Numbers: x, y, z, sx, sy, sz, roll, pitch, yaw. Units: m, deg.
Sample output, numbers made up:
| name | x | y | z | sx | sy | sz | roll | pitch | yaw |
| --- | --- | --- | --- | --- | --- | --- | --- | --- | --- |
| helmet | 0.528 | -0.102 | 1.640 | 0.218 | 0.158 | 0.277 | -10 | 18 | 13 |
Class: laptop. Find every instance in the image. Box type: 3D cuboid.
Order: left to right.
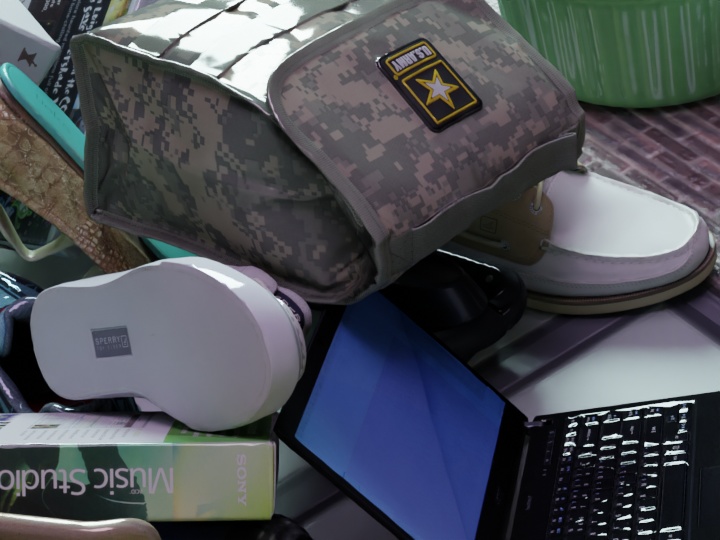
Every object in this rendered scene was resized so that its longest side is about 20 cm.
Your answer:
| name | x | y | z | sx | sy | sz | roll | pitch | yaw |
| --- | --- | --- | --- | --- | --- | --- | --- | --- | --- |
| laptop | 0.085 | 0.061 | 0.978 | 0.199 | 0.104 | 0.177 | -9 | 22 | 14 |

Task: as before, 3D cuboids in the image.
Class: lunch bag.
| name | x | y | z | sx | sy | sz | roll | pitch | yaw |
| --- | --- | --- | --- | --- | --- | --- | --- | --- | --- |
| lunch bag | -0.012 | -0.070 | 1.068 | 0.199 | 0.118 | 0.164 | 21 | 37 | 34 |

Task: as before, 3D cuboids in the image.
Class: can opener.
| name | x | y | z | sx | sy | sz | roll | pitch | yaw |
| --- | --- | --- | --- | --- | --- | --- | --- | --- | --- |
| can opener | 0.000 | 0.000 | 1.151 | 0.200 | 0.079 | 0.063 | 15 | 50 | 45 |

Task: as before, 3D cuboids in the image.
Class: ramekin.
| name | x | y | z | sx | sy | sz | roll | pitch | yaw |
| --- | --- | --- | --- | --- | --- | --- | --- | --- | --- |
| ramekin | 0.166 | -0.181 | 1.293 | 0.199 | 0.098 | 0.200 | -8 | 39 | 6 |

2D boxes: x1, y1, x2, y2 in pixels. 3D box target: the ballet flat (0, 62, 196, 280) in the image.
| name | x | y | z | sx | sy | sz | roll | pitch | yaw |
| --- | --- | --- | --- | --- | --- | --- | --- | --- | --- |
| ballet flat | -0.135 | -0.018 | 1.143 | 0.065 | 0.200 | 0.071 | -41 | 14 | 12 |

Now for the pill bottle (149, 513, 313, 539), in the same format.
| name | x | y | z | sx | sy | sz | roll | pitch | yaw |
| --- | --- | --- | --- | --- | --- | --- | --- | --- | --- |
| pill bottle | -0.078 | 0.155 | 0.938 | 0.199 | 0.112 | 0.112 | 0 | 40 | 16 |

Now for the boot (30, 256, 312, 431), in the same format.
| name | x | y | z | sx | sy | sz | roll | pitch | yaw |
| --- | --- | --- | --- | --- | --- | --- | --- | --- | --- |
| boot | -0.058 | 0.022 | 0.975 | 0.095 | 0.074 | 0.200 | -13 | 10 | -33 |

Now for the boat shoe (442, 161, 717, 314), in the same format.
| name | x | y | z | sx | sy | sz | roll | pitch | yaw |
| --- | --- | --- | --- | --- | --- | --- | --- | --- | --- |
| boat shoe | 0.082 | -0.030 | 1.155 | 0.199 | 0.069 | 0.075 | 7 | 42 | 23 |

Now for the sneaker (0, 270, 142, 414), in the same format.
| name | x | y | z | sx | sy | sz | roll | pitch | yaw |
| --- | --- | --- | --- | --- | --- | --- | --- | --- | --- |
| sneaker | -0.153 | 0.041 | 1.113 | 0.079 | 0.096 | 0.200 | -25 | 40 | -19 |

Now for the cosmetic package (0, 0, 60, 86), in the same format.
| name | x | y | z | sx | sy | sz | roll | pitch | yaw |
| --- | --- | --- | --- | --- | --- | --- | --- | --- | --- |
| cosmetic package | -0.242 | -0.117 | 1.214 | 0.113 | 0.081 | 0.200 | -60 | 29 | 8 |

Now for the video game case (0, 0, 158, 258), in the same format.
| name | x | y | z | sx | sy | sz | roll | pitch | yaw |
| --- | --- | --- | --- | --- | --- | --- | --- | --- | --- |
| video game case | -0.181 | -0.109 | 1.249 | 0.181 | 0.023 | 0.201 | 7 | 75 | 48 |

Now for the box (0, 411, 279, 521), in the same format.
| name | x | y | z | sx | sy | sz | roll | pitch | yaw |
| --- | --- | --- | --- | --- | --- | --- | --- | --- | --- |
| box | -0.133 | 0.083 | 0.956 | 0.199 | 0.037 | 0.144 | -2 | 2 | -1 |

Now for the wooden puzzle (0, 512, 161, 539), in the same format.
| name | x | y | z | sx | sy | sz | roll | pitch | yaw |
| --- | --- | --- | --- | --- | --- | --- | --- | --- | --- |
| wooden puzzle | -0.162 | 0.171 | 0.883 | 0.199 | 0.186 | 0.037 | 1 | 30 | 16 |
